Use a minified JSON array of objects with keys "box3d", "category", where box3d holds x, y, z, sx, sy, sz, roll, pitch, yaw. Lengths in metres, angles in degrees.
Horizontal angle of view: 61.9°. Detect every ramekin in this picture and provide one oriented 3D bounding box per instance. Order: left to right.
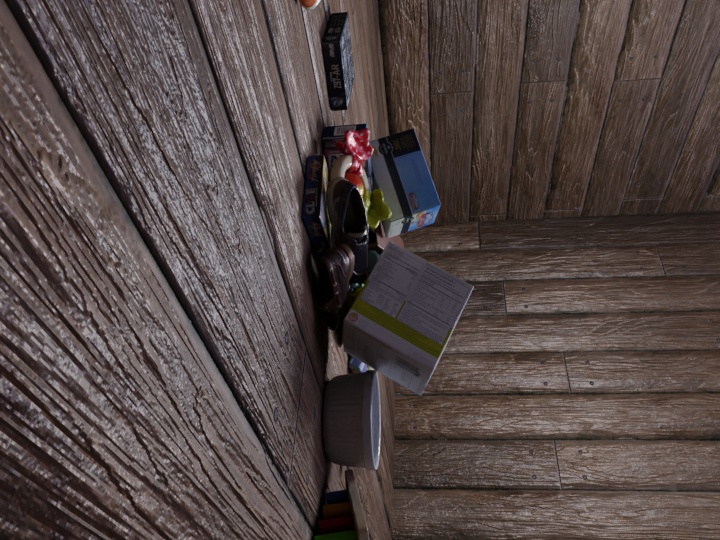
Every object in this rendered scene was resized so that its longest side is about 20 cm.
[{"box3d":[-0.016,0.314,1.268,0.200,0.102,0.207,-1,90,-83],"category":"ramekin"}]

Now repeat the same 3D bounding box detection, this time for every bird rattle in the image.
[{"box3d":[-0.010,-0.178,1.214,0.163,0.110,0.205,-46,133,-58],"category":"bird rattle"}]

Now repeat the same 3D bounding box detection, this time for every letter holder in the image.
[{"box3d":[0.033,-0.088,1.544,0.199,0.098,0.146,31,48,-60],"category":"letter holder"}]

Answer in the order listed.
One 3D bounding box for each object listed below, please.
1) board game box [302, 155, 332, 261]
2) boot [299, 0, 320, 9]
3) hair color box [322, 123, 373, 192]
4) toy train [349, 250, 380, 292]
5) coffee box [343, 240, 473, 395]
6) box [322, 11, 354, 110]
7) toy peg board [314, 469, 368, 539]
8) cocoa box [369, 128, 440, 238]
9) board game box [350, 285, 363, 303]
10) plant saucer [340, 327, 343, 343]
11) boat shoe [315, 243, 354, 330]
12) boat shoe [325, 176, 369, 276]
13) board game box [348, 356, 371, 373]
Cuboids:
[{"box3d":[-0.073,-0.107,1.177,0.201,0.034,0.139,76,14,-61],"category":"board game box"},{"box3d":[-0.089,-0.567,1.049,0.107,0.073,0.206,31,66,-85],"category":"boot"},{"box3d":[-0.024,-0.221,1.354,0.061,0.097,0.204,-85,170,-52],"category":"hair color box"},{"box3d":[0.000,0.000,1.399,0.200,0.111,0.088,32,45,-82],"category":"toy train"},{"box3d":[0.093,0.102,1.244,0.200,0.197,0.201,-59,170,-22],"category":"coffee box"},{"box3d":[-0.049,-0.503,1.440,0.203,0.042,0.163,-84,169,-49],"category":"box"},{"box3d":[-0.042,0.530,1.149,0.199,0.095,0.206,-126,-148,-74],"category":"toy peg board"},{"box3d":[0.095,-0.206,1.433,0.134,0.128,0.205,95,-23,-76],"category":"cocoa box"},{"box3d":[-0.006,0.049,1.646,0.203,0.046,0.103,81,10,-47],"category":"board game box"},{"box3d":[0.013,0.094,1.465,0.201,0.037,0.200,-52,174,-8],"category":"plant saucer"},{"box3d":[-0.059,0.042,1.162,0.070,0.070,0.204,-34,142,-37],"category":"boat shoe"},{"box3d":[-0.016,-0.074,1.139,0.064,0.071,0.205,27,-46,51],"category":"boat shoe"},{"box3d":[0.029,0.211,1.666,0.137,0.034,0.203,78,33,-53],"category":"board game box"}]
